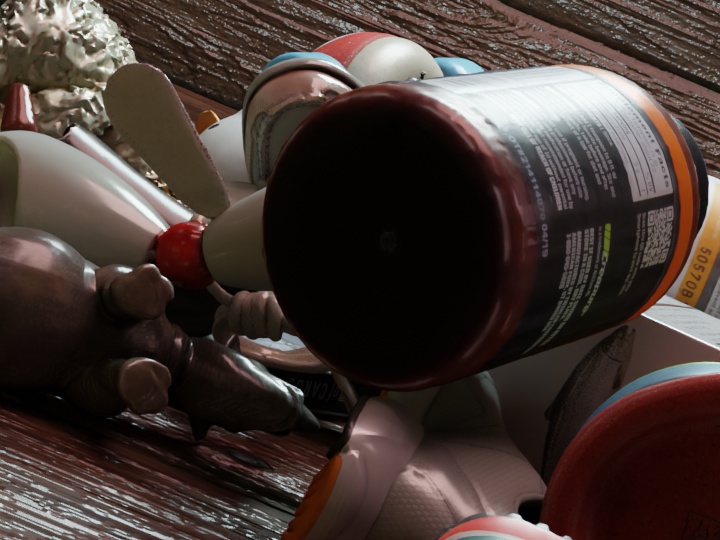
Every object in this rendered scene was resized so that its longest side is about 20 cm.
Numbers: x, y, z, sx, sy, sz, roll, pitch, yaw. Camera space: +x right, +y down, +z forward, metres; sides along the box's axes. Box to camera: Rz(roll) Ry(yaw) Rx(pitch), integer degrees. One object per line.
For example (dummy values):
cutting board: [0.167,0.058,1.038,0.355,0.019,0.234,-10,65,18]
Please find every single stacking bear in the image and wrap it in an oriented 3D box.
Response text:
stacking bear: [0.126,0.085,0.772,0.113,0.122,0.200,20,4,10]

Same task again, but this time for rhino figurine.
rhino figurine: [-0.098,0.024,0.825,0.199,0.060,0.087,22,-11,-27]

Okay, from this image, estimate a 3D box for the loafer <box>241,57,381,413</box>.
loafer: [0.000,0.000,0.959,0.071,0.201,0.063,-14,43,5]

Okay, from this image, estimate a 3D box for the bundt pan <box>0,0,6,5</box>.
bundt pan: [-0.262,-0.146,1.204,0.076,0.201,0.202,55,-6,-20]

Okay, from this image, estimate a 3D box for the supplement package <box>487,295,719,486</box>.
supplement package: [0.124,0.076,0.946,0.199,0.118,0.117,25,8,23]

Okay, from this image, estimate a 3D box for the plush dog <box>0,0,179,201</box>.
plush dog: [-0.156,-0.082,1.272,0.172,0.160,0.200,49,3,-11]

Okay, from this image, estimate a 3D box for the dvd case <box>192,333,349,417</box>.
dvd case: [-0.066,0.030,1.081,0.150,0.025,0.200,28,8,34]

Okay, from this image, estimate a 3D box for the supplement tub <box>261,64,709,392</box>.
supplement tub: [0.058,-0.021,0.824,0.107,0.108,0.200,26,20,27]

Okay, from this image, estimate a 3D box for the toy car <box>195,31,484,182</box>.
toy car: [-0.048,-0.069,1.416,0.199,0.178,0.184,12,10,35]

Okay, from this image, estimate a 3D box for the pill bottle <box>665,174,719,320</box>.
pill bottle: [0.219,0.043,1.065,0.199,0.117,0.116,26,6,0]

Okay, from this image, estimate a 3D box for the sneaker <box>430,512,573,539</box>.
sneaker: [0.089,0.139,0.587,0.199,0.071,0.093,26,24,12]

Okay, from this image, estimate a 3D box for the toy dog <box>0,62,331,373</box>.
toy dog: [-0.092,-0.034,0.890,0.198,0.097,0.132,8,-23,6]

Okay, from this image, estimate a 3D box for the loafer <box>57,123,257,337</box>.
loafer: [-0.126,-0.026,0.976,0.199,0.072,0.073,14,23,7]

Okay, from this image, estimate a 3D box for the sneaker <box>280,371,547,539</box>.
sneaker: [0.036,0.085,0.819,0.092,0.076,0.200,31,14,5]
